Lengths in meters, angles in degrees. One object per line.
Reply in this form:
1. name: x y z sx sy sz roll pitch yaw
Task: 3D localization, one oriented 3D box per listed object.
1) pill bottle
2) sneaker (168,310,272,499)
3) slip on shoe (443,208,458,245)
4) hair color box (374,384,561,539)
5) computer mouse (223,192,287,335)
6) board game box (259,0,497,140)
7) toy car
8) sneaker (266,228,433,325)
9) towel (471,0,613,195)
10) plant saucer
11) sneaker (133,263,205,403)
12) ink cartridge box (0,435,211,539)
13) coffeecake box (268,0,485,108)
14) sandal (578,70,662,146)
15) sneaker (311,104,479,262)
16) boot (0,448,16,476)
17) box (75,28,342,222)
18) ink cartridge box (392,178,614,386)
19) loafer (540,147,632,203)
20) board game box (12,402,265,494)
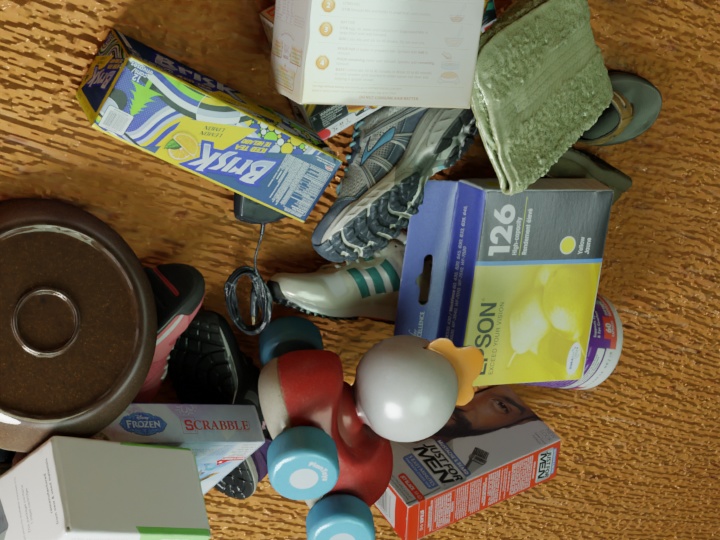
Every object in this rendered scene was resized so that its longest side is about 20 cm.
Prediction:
1. pill bottle: 0.173 0.064 1.381 0.200 0.111 0.112 9 116 -41
2. sneaker: -0.121 0.112 1.247 0.088 0.076 0.200 -45 137 -46
3. slip on shoe: 0.135 -0.036 1.316 0.200 0.061 0.076 10 96 -44
4. hair color box: 0.106 0.207 1.440 0.200 0.111 0.064 -18 131 -26
5. computer mouse: -0.090 -0.035 1.158 0.058 0.034 0.200 -1 118 -24
6. board game box: 0.022 -0.209 1.119 0.200 0.035 0.126 -32 134 -13
7. toy car: 0.023 0.128 1.189 0.200 0.185 0.177 -20 126 8
8. sneaker: 0.001 0.000 1.251 0.199 0.070 0.094 8 94 -34
9. towel: 0.161 -0.169 1.175 0.200 0.036 0.149 -43 121 -39
10. plant saucer: -0.248 0.040 1.023 0.200 0.034 0.201 4 82 -27
11. sneaker: -0.199 0.072 1.154 0.200 0.074 0.087 -46 146 12
12. ink cartridge box: -0.245 0.219 1.084 0.200 0.084 0.145 -36 148 33
13. coffeecake box: 0.018 -0.233 1.028 0.153 0.073 0.200 -2 109 -26
14. sandal: 0.228 -0.160 1.294 0.200 0.055 0.082 8 116 -40
15. sneaker: 0.021 -0.094 1.167 0.200 0.086 0.078 -47 153 -10
16. boot: -0.342 0.070 1.041 0.203 0.073 0.154 28 89 -30
17. box: -0.118 -0.112 1.038 0.200 0.070 0.064 25 105 -32
18. ink cartridge box: 0.135 0.012 1.247 0.200 0.047 0.198 -3 111 -27
19. loafer: 0.198 -0.092 1.308 0.200 0.076 0.068 16 105 -43
20. board game box: -0.220 0.180 1.169 0.200 0.041 0.199 6 144 -40
